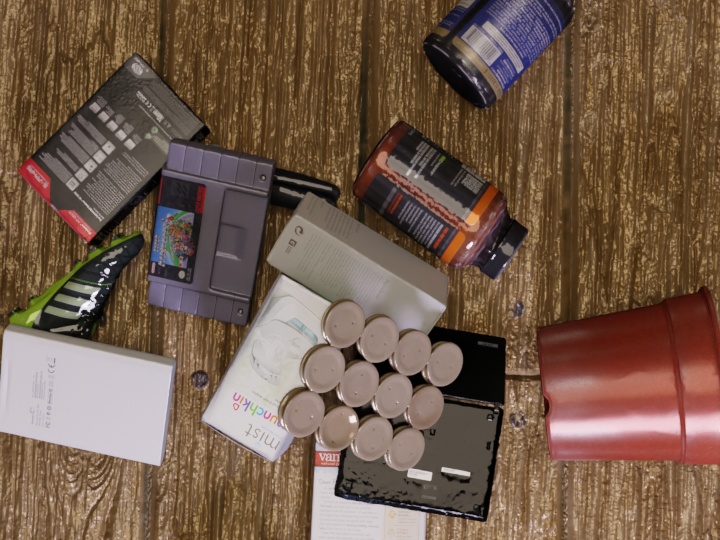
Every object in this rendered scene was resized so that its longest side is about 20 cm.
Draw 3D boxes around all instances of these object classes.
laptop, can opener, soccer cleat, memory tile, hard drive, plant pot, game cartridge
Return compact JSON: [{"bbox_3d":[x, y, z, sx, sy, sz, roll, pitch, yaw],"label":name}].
[{"bbox_3d":[0.072,0.166,1.405,0.174,0.103,0.203,9,90,2],"label":"laptop"},{"bbox_3d":[-0.121,-0.102,1.450,0.197,0.079,0.064,6,47,-2],"label":"can opener"},{"bbox_3d":[-0.323,0.031,1.439,0.199,0.068,0.081,-38,96,5],"label":"soccer cleat"},{"bbox_3d":[0.014,0.124,1.291,0.199,0.017,0.155,24,90,-37],"label":"memory tile"},{"bbox_3d":[-0.319,0.145,1.421,0.197,0.026,0.134,12,111,1],"label":"hard drive"},{"bbox_3d":[0.298,0.128,1.364,0.192,0.201,0.204,-6,86,9],"label":"plant pot"},{"bbox_3d":[-0.176,-0.043,1.416,0.128,0.038,0.203,11,110,-2],"label":"game cartridge"}]

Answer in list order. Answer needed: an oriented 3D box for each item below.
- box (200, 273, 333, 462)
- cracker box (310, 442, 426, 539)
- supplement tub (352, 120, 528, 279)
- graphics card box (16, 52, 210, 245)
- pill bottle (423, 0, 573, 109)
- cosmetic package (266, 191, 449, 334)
[{"bbox_3d":[-0.087,0.106,1.357,0.096,0.200,0.178,28,86,3],"label":"box"},{"bbox_3d":[0.009,0.298,1.413,0.132,0.058,0.203,3,87,0],"label":"cracker box"},{"bbox_3d":[0.095,-0.075,1.414,0.199,0.107,0.107,37,87,3],"label":"supplement tub"},{"bbox_3d":[-0.291,-0.143,1.453,0.125,0.051,0.200,44,89,4],"label":"graphics card box"},{"bbox_3d":[0.176,-0.296,1.425,0.112,0.112,0.200,44,88,3],"label":"pill bottle"},{"bbox_3d":[0.000,0.000,1.394,0.199,0.102,0.074,33,110,-4],"label":"cosmetic package"}]
